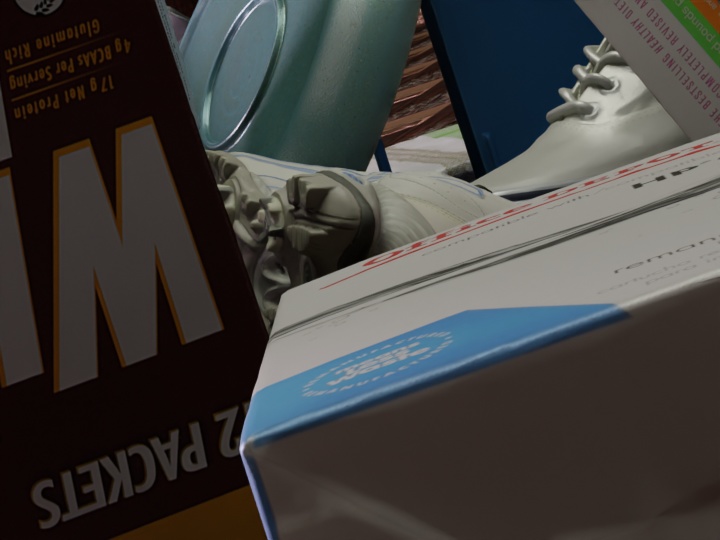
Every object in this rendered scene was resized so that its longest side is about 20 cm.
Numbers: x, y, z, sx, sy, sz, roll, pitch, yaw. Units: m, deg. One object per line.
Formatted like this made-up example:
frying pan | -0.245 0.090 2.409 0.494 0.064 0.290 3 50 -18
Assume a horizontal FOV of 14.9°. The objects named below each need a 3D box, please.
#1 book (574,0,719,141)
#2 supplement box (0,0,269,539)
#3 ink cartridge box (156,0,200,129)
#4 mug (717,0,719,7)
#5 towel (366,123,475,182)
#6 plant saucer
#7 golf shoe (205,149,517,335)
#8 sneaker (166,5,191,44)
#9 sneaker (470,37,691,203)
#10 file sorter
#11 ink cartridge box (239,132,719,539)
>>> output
book | 0.148 -0.131 0.826 0.200 0.134 0.048 -49 -13 34
supplement box | -0.114 -0.015 0.679 0.132 0.201 0.197 -20 7 -10
ink cartridge box | -0.146 -0.051 0.917 0.144 0.085 0.200 -16 8 9
mug | 0.149 -0.094 0.692 0.147 0.176 0.200 -13 9 43
towel | -0.002 -0.029 1.242 0.199 0.031 0.149 -19 9 -13
plant saucer | -0.035 -0.072 1.033 0.027 0.201 0.200 21 -10 -22
golf shoe | 0.000 0.000 0.886 0.097 0.079 0.200 -3 7 -19
sneaker | -0.106 -0.073 1.359 0.199 0.141 0.078 -21 8 -22
sneaker | 0.099 -0.057 0.969 0.199 0.071 0.073 -24 8 -34
file sorter | 0.099 -0.114 1.123 0.199 0.140 0.123 -19 3 -20
ink cartridge box | 0.044 0.024 0.507 0.115 0.067 0.200 -20 7 3
